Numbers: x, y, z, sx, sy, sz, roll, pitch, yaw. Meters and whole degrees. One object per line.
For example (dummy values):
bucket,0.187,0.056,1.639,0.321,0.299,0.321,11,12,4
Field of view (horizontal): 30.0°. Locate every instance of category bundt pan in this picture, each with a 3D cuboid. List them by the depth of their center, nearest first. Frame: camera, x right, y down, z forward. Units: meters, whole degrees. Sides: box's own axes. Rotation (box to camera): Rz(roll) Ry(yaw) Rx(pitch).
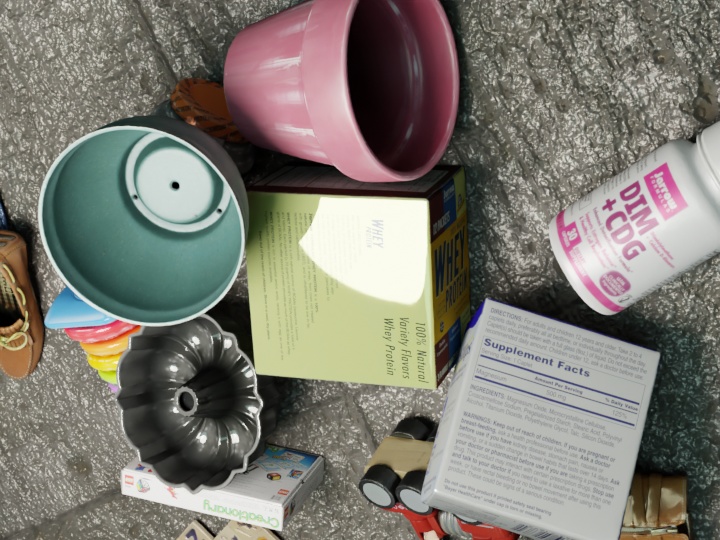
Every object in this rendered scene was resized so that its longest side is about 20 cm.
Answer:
bundt pan,-0.169,0.138,1.476,0.201,0.076,0.204,3,97,30

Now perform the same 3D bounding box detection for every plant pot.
plant pot,-0.194,-0.065,1.310,0.199,0.134,0.202,4,114,8
plant pot,-0.028,-0.187,1.317,0.178,0.200,0.202,2,109,36

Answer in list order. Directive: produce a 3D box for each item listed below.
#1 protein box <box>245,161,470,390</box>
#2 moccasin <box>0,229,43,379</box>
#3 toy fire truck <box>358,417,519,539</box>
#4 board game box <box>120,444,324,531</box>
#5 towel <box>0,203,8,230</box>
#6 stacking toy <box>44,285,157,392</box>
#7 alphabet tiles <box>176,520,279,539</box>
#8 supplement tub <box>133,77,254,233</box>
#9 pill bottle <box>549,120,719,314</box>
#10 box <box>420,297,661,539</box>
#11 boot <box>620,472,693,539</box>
protein box,0.000,0.000,1.390,0.198,0.135,0.200,3,109,20
moccasin,-0.416,0.051,1.585,0.073,0.078,0.202,13,129,4
toy fire truck,0.105,0.281,1.461,0.175,0.129,0.201,2,132,38
board game box,-0.155,0.233,1.535,0.198,0.126,0.035,9,111,18
towel,-0.518,-0.061,1.616,0.199,0.049,0.112,-9,108,22
stacking toy,-0.269,0.103,1.558,0.109,0.116,0.201,-5,117,25
alphabet tiles,-0.161,0.383,1.647,0.167,0.008,0.200,43,117,3
supplement tub,-0.190,-0.096,1.438,0.122,0.123,0.201,33,117,7
pill bottle,0.288,-0.053,1.274,0.199,0.113,0.114,-34,94,27
box,0.175,0.155,1.322,0.183,0.105,0.201,17,74,0
boot,0.263,0.224,1.407,0.154,0.074,0.201,-8,113,22
